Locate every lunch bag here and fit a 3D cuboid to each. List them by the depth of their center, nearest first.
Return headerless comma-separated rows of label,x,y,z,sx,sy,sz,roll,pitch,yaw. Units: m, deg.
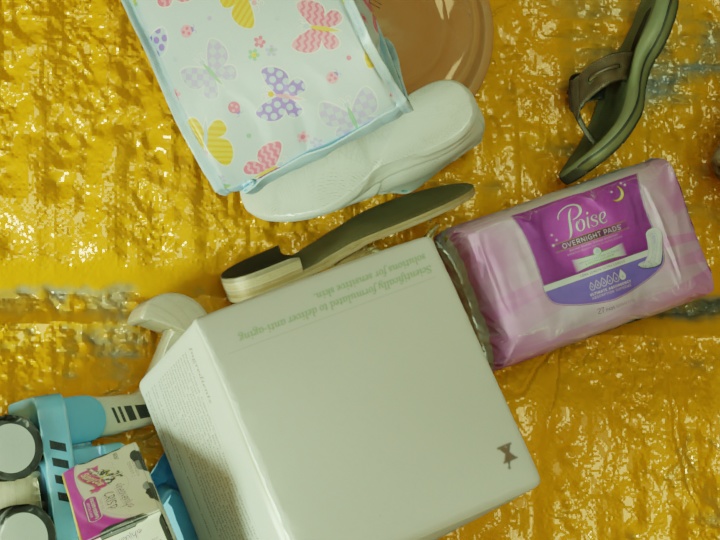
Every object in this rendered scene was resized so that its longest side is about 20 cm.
lunch bag,-0.072,-0.173,1.519,0.169,0.127,0.200,-28,79,10

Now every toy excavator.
toy excavator,-0.201,0.122,1.486,0.200,0.100,0.195,-6,84,-27

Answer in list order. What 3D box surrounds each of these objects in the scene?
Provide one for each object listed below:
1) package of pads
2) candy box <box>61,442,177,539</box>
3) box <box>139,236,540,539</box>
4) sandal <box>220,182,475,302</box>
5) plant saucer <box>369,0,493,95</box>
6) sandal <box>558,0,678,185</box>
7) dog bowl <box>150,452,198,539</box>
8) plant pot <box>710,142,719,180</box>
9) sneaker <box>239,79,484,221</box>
package of pads,0.169,-0.005,1.593,0.200,0.076,0.121,-19,87,-15
candy box,-0.139,0.237,1.385,0.061,0.136,0.200,-22,108,-8
box,-0.020,0.115,1.422,0.199,0.171,0.200,-19,80,-25
sandal,-0.001,-0.001,1.566,0.211,0.078,0.070,-21,106,-10
plant saucer,0.012,-0.200,1.614,0.200,0.032,0.201,2,79,-13
sandal,0.200,-0.155,1.628,0.057,0.080,0.201,29,66,-12
dog bowl,-0.115,0.174,1.510,0.111,0.050,0.200,33,74,-6
plant pot,0.390,-0.122,1.618,0.200,0.200,0.184,37,85,-5
sneaker,0.006,-0.079,1.573,0.200,0.088,0.075,-20,69,8
